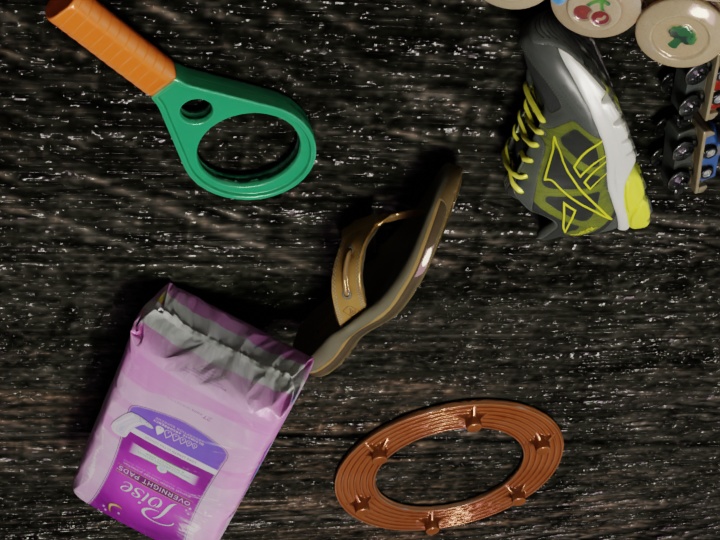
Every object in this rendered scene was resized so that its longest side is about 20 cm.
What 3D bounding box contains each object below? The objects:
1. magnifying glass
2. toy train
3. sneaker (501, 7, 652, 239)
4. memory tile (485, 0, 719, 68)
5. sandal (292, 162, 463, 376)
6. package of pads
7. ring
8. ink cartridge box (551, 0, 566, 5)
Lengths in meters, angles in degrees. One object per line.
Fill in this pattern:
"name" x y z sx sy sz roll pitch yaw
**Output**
"magnifying glass" -0.101 -0.101 0.819 0.079 0.022 0.200 -31 140 22
"toy train" 0.211 -0.120 0.871 0.046 0.034 0.200 -19 142 -11
"sneaker" 0.122 -0.075 0.865 0.084 0.075 0.200 -20 141 11
"memory tile" 0.161 -0.166 0.726 0.199 0.017 0.153 19 144 -2
"sandal" 0.000 0.000 0.938 0.054 0.080 0.200 31 132 -15
"package of pads" -0.123 0.110 0.998 0.120 0.076 0.200 29 133 0
"ring" 0.077 0.174 1.206 0.200 0.019 0.201 -7 142 -6
"ink cartridge box" 0.043 -0.219 0.552 0.200 0.085 0.145 37 157 -2
